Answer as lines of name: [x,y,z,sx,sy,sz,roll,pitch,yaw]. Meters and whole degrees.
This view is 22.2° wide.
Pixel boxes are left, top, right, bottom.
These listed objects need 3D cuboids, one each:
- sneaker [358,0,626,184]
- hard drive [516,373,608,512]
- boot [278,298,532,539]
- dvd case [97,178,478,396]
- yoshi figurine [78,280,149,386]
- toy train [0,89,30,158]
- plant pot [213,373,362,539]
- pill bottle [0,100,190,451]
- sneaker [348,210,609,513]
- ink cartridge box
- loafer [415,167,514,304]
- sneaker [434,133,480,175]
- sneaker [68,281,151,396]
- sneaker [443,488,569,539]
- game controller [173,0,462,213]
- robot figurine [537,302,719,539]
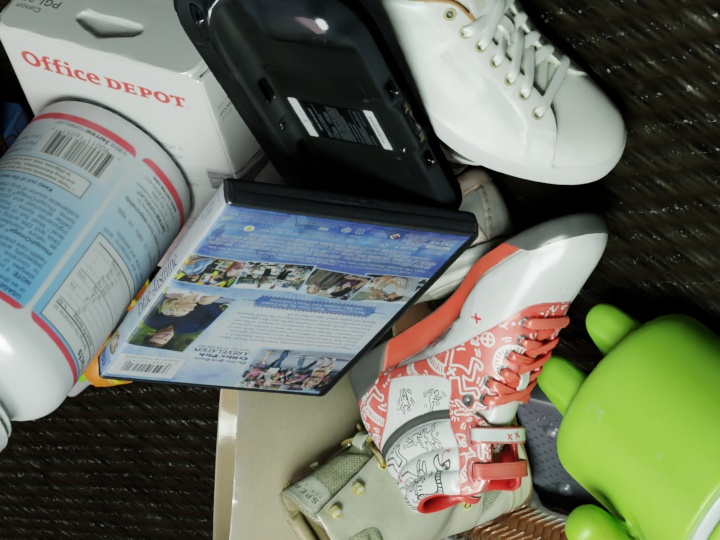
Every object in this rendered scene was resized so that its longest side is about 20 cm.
sneaker: [0.055,-0.114,0.898,0.200,0.073,0.085,31,149,-9]
hard drive: [0.199,0.130,1.155,0.200,0.042,0.135,17,147,28]
boot: [0.015,0.096,1.137,0.072,0.154,0.200,20,135,57]
dvd case: [-0.044,0.015,0.990,0.142,0.018,0.200,6,149,-26]
yoshi figurine: [-0.242,0.028,1.160,0.199,0.112,0.112,-1,124,21]
toy train: [-0.254,-0.058,1.230,0.086,0.114,0.200,5,141,22]
plant pot: [-0.027,0.131,1.252,0.134,0.201,0.200,4,150,-8]
pill bottle: [-0.187,0.010,1.016,0.109,0.200,0.109,24,149,15]
sneaker: [0.081,0.059,1.015,0.201,0.067,0.108,-40,62,36]
ink cartridge box: [-0.110,-0.087,1.087,0.146,0.083,0.200,17,147,24]
loafer: [0.000,0.000,1.075,0.200,0.063,0.072,-20,170,22]
sneaker: [-0.026,-0.109,0.984,0.200,0.076,0.115,39,147,-16]
sneaker: [-0.228,0.032,1.377,0.112,0.073,0.200,37,151,-10]
sneaker: [0.117,0.196,1.196,0.200,0.071,0.080,21,140,61]
game controller: [-0.017,-0.083,0.916,0.104,0.042,0.200,4,152,24]
robot figurine: [0.191,0.104,1.022,0.200,0.175,0.116,43,175,29]
